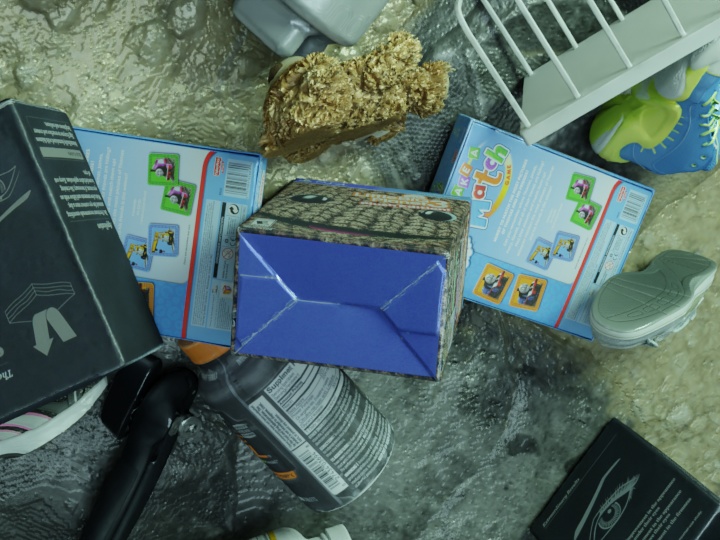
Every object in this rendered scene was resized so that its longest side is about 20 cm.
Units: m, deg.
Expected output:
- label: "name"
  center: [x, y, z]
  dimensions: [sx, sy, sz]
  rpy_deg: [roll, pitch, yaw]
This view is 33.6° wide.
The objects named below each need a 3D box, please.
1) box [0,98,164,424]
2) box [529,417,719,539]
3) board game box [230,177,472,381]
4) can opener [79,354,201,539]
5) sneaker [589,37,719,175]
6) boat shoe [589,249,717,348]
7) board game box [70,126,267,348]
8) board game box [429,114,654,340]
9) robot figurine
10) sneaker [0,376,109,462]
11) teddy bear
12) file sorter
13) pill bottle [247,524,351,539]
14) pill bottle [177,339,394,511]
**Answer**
- label: "box"
  center: [-0.280, 0.010, 0.874]
  dimensions: [0.195, 0.117, 0.202]
  rpy_deg: [-23, 91, 6]
- label: "box"
  center: [0.274, 0.256, 1.123]
  dimensions: [0.104, 0.200, 0.149]
  rpy_deg: [35, 95, -23]
- label: "board game box"
  center: [0.000, 0.000, 0.938]
  dimensions: [0.157, 0.200, 0.098]
  rpy_deg: [7, 106, 8]
- label: "can opener"
  center: [-0.195, 0.170, 1.037]
  dimensions: [0.063, 0.078, 0.202]
  rpy_deg: [1, 114, -58]
- label: "sneaker"
  center: [0.288, -0.146, 1.025]
  dimensions: [0.104, 0.200, 0.076]
  rpy_deg: [25, 62, -12]
- label: "boat shoe"
  center: [0.268, 0.036, 1.089]
  dimensions: [0.201, 0.074, 0.066]
  rpy_deg: [-27, 130, -52]
- label: "board game box"
  center: [-0.181, -0.030, 0.938]
  dimensions: [0.197, 0.037, 0.154]
  rpy_deg: [9, 96, 4]
- label: "board game box"
  center: [0.152, -0.036, 1.080]
  dimensions: [0.198, 0.037, 0.153]
  rpy_deg: [18, 100, -22]
- label: "robot figurine"
  center: [-0.012, -0.256, 0.921]
  dimensions: [0.113, 0.169, 0.201]
  rpy_deg: [42, 103, 13]
- label: "sneaker"
  center: [-0.300, 0.112, 0.972]
  dimensions: [0.199, 0.080, 0.087]
  rpy_deg: [-32, 102, -12]
- label: "teddy bear"
  center: [-0.008, -0.139, 0.947]
  dimensions: [0.198, 0.145, 0.067]
  rpy_deg: [-17, 81, -35]
- label: "file sorter"
  center: [0.190, -0.222, 0.954]
  dimensions: [0.199, 0.139, 0.125]
  rpy_deg: [-29, 111, 22]
- label: "pill bottle"
  center: [-0.097, 0.297, 1.072]
  dimensions: [0.198, 0.104, 0.106]
  rpy_deg: [-17, 110, -12]
- label: "pill bottle"
  center: [-0.067, 0.105, 1.025]
  dimensions: [0.106, 0.106, 0.200]
  rpy_deg: [-42, 112, -2]
